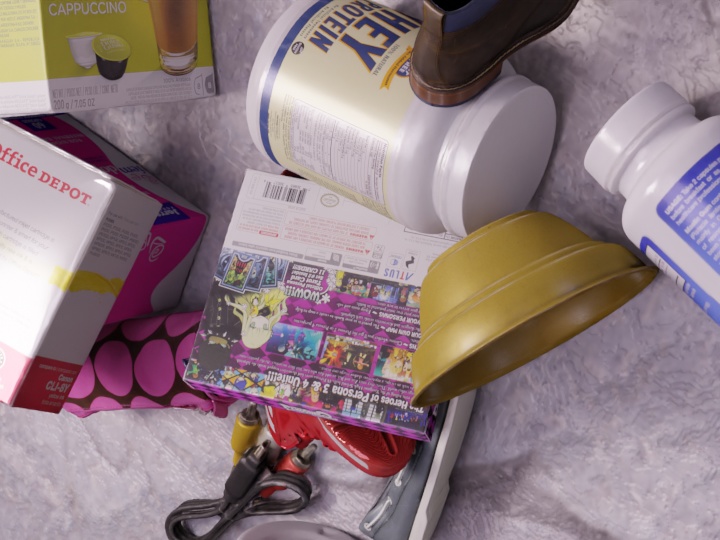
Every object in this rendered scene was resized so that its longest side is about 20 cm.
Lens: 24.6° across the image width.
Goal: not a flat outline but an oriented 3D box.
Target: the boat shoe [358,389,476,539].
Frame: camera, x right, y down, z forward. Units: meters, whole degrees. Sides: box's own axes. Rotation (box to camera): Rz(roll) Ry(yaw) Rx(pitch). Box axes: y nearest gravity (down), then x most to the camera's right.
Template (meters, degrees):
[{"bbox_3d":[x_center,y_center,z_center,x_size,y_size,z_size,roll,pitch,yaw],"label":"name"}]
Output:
[{"bbox_3d":[0.045,0.141,1.315,0.062,0.073,0.201,21,117,14],"label":"boat shoe"}]

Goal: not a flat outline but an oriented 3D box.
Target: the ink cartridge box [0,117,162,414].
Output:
[{"bbox_3d":[-0.275,-0.004,1.357,0.145,0.083,0.201,27,91,24],"label":"ink cartridge box"}]

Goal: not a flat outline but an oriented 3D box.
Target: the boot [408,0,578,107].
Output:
[{"bbox_3d":[0.106,-0.206,1.131,0.075,0.200,0.097,33,161,17],"label":"boot"}]

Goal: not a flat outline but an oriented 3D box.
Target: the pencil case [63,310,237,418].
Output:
[{"bbox_3d":[-0.190,0.087,1.463,0.199,0.091,0.094,-6,83,39],"label":"pencil case"}]

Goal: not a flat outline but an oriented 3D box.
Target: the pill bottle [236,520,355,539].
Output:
[{"bbox_3d":[-0.060,0.326,1.405,0.114,0.114,0.201,16,108,32],"label":"pill bottle"}]

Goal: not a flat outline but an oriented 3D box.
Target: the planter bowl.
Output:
[{"bbox_3d":[0.105,0.014,1.174,0.200,0.200,0.084,-37,75,34],"label":"planter bowl"}]

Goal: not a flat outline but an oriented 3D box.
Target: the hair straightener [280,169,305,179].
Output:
[{"bbox_3d":[0.000,0.000,1.341,0.077,0.041,0.201,-21,86,36],"label":"hair straightener"}]

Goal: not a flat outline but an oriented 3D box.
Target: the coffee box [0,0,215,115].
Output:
[{"bbox_3d":[-0.267,-0.234,1.385,0.199,0.199,0.199,1,99,35],"label":"coffee box"}]

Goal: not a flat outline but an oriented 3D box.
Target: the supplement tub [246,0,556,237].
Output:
[{"bbox_3d":[0.030,-0.115,1.234,0.200,0.145,0.145,26,113,28],"label":"supplement tub"}]

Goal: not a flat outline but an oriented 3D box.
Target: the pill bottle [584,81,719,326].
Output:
[{"bbox_3d":[0.249,-0.033,1.116,0.200,0.112,0.112,47,122,19],"label":"pill bottle"}]

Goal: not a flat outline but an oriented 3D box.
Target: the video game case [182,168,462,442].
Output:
[{"bbox_3d":[-0.019,0.024,1.280,0.199,0.036,0.182,11,74,16],"label":"video game case"}]

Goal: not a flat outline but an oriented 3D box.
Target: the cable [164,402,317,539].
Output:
[{"bbox_3d":[-0.101,0.198,1.468,0.097,0.050,0.200,39,133,3],"label":"cable"}]

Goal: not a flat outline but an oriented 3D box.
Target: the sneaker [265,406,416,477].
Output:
[{"bbox_3d":[-0.019,0.120,1.348,0.200,0.078,0.116,53,152,41],"label":"sneaker"}]

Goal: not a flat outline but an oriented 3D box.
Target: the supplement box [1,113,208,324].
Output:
[{"bbox_3d":[-0.249,-0.050,1.471,0.200,0.101,0.104,35,116,24],"label":"supplement box"}]
